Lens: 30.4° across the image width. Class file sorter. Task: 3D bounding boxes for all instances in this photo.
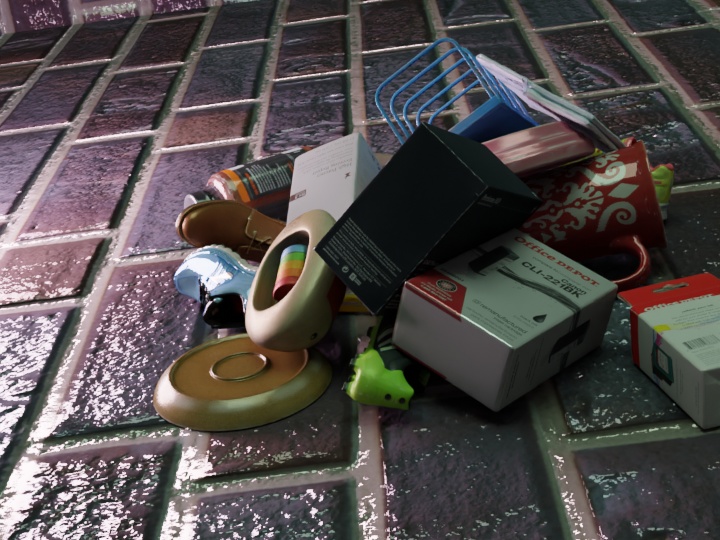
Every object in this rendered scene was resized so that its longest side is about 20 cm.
[{"bbox_3d":[0.128,-0.201,1.717,0.139,0.123,0.200,-36,-19,17],"label":"file sorter"}]

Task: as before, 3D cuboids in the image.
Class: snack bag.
[{"bbox_3d":[0.248,-0.199,1.673,0.200,0.021,0.188,36,7,33],"label":"snack bag"}]

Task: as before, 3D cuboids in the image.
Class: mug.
[{"bbox_3d":[0.258,-0.060,1.594,0.200,0.134,0.178,-12,29,11],"label":"mug"}]

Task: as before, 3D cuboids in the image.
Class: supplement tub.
[{"bbox_3d":[-0.144,-0.102,1.869,0.200,0.107,0.107,-19,25,-25],"label":"supplement tub"}]

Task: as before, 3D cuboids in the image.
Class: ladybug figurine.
[{"bbox_3d":[-0.064,0.015,1.494,0.136,0.072,0.200,-29,34,37],"label":"ladybug figurine"}]

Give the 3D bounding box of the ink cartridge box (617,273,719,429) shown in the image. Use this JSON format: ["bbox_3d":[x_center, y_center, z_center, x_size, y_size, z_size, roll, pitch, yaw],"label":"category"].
[{"bbox_3d":[0.351,0.075,1.343,0.116,0.067,0.200,-12,23,-10],"label":"ink cartridge box"}]

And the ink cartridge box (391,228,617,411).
[{"bbox_3d":[0.154,0.046,1.393,0.144,0.084,0.200,32,36,30],"label":"ink cartridge box"}]

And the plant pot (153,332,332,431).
[{"bbox_3d":[-0.132,0.115,1.463,0.200,0.028,0.200,-7,23,3],"label":"plant pot"}]

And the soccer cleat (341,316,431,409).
[{"bbox_3d":[0.039,0.095,1.421,0.081,0.068,0.200,19,24,5],"label":"soccer cleat"}]

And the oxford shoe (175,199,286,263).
[{"bbox_3d":[-0.140,-0.043,1.701,0.200,0.071,0.071,11,14,-33],"label":"oxford shoe"}]

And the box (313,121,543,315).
[{"bbox_3d":[0.078,-0.050,1.441,0.104,0.182,0.200,47,16,18],"label":"box"}]

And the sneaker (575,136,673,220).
[{"bbox_3d":[0.333,-0.143,1.764,0.200,0.090,0.078,30,27,28],"label":"sneaker"}]

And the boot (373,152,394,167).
[{"bbox_3d":[0.063,-0.143,1.934,0.146,0.070,0.200,-8,19,2],"label":"boot"}]

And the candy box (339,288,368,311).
[{"bbox_3d":[0.000,0.000,1.686,0.102,0.026,0.200,-2,23,21],"label":"candy box"}]

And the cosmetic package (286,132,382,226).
[{"bbox_3d":[-0.032,-0.076,1.655,0.101,0.074,0.200,-22,35,19],"label":"cosmetic package"}]

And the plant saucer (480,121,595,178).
[{"bbox_3d":[0.183,-0.136,1.613,0.200,0.051,0.201,-18,1,0],"label":"plant saucer"}]

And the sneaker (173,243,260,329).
[{"bbox_3d":[-0.170,0.026,1.622,0.200,0.079,0.090,13,37,45],"label":"sneaker"}]
